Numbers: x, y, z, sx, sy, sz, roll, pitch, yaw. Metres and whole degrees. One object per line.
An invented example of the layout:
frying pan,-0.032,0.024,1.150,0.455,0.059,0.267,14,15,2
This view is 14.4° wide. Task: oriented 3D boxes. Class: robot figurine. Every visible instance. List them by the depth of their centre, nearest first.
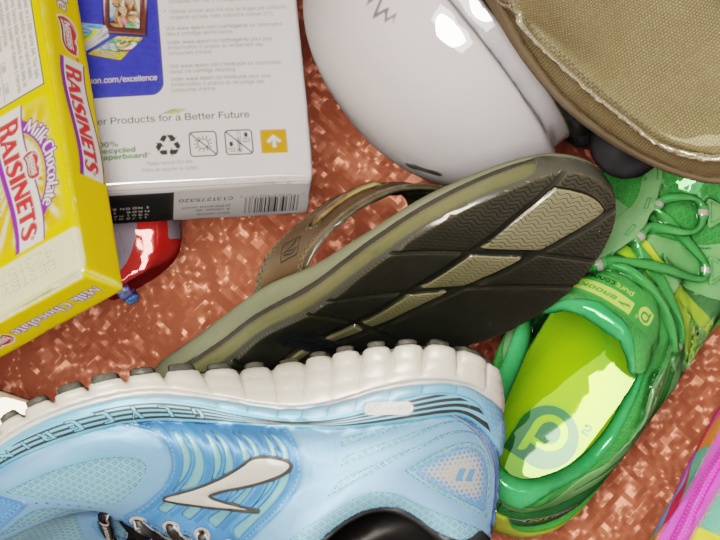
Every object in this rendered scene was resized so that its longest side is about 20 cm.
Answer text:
robot figurine,0.074,-0.116,1.026,0.200,0.150,0.125,-39,110,-2

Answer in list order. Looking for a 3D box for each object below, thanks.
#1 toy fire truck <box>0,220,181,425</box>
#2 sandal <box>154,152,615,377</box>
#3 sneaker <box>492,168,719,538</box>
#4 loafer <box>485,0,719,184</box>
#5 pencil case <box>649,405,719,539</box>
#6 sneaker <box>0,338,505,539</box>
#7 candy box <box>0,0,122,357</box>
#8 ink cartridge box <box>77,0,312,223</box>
toy fire truck,-0.143,0.045,1.055,0.200,0.049,0.141,-29,87,-2
sandal,-0.001,0.000,1.009,0.201,0.080,0.057,-26,57,34
sneaker,0.101,0.009,1.035,0.074,0.084,0.200,28,87,3
loafer,0.071,-0.104,0.928,0.200,0.067,0.076,43,89,-8
pencil case,0.153,0.079,1.000,0.088,0.088,0.200,35,65,3
sneaker,-0.046,0.081,0.984,0.200,0.078,0.090,-9,74,6
candy box,-0.141,-0.062,1.012,0.102,0.026,0.200,-27,59,27
ink cartridge box,-0.073,-0.113,1.048,0.095,0.037,0.200,-3,68,-6
